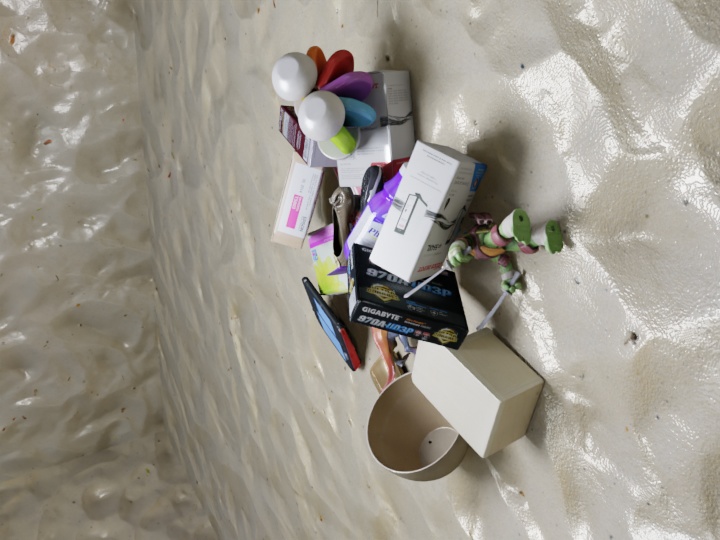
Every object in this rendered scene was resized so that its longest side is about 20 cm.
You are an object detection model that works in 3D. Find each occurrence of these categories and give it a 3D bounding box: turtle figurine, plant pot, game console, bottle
[{"bbox_3d":[0.205,-0.005,1.106,0.144,0.201,0.193,44,148,-12],"label":"turtle figurine"},{"bbox_3d":[0.127,0.307,1.350,0.200,0.200,0.135,39,172,48],"label":"plant pot"},{"bbox_3d":[-0.069,0.128,1.690,0.201,0.031,0.178,50,169,40],"label":"game console"},{"bbox_3d":[0.046,-0.091,1.251,0.202,0.082,0.066,-58,28,29],"label":"bottle"}]

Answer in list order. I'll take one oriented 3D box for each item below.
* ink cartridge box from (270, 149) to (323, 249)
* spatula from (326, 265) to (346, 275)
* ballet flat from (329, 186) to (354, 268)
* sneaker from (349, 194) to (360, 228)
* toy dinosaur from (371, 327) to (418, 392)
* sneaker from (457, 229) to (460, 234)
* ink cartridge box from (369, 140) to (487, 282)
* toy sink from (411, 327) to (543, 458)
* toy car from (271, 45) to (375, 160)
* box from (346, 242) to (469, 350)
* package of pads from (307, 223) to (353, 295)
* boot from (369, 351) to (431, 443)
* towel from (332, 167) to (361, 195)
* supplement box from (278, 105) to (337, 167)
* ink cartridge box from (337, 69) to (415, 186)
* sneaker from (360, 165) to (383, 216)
[{"bbox_3d":[-0.131,-0.165,1.591,0.165,0.073,0.204,-91,17,-75],"label":"ink cartridge box"},{"bbox_3d":[0.000,0.000,1.437,0.198,0.055,0.021,0,95,58],"label":"spatula"},{"bbox_3d":[-0.043,-0.082,1.473,0.068,0.045,0.203,50,147,41],"label":"ballet flat"},{"bbox_3d":[0.036,-0.103,1.442,0.201,0.070,0.099,51,142,37],"label":"sneaker"},{"bbox_3d":[0.046,0.099,1.434,0.181,0.201,0.105,44,131,-4],"label":"toy dinosaur"},{"bbox_3d":[0.116,-0.057,1.288,0.104,0.075,0.204,34,118,42],"label":"sneaker"},{"bbox_3d":[0.110,-0.094,1.159,0.083,0.145,0.204,28,107,21],"label":"ink cartridge box"},{"bbox_3d":[0.195,0.185,1.224,0.200,0.110,0.133,43,137,39],"label":"toy sink"},{"bbox_3d":[-0.049,-0.305,1.267,0.202,0.149,0.175,56,-174,16],"label":"toy car"},{"bbox_3d":[0.074,0.041,1.206,0.161,0.195,0.047,-93,24,-53],"label":"box"},{"bbox_3d":[-0.044,-0.026,1.619,0.199,0.067,0.159,-16,86,62],"label":"package of pads"},{"bbox_3d":[0.073,0.302,1.545,0.176,0.065,0.202,-53,55,40],"label":"boot"},{"bbox_3d":[-0.003,-0.232,1.511,0.200,0.029,0.149,-42,66,59],"label":"towel"},{"bbox_3d":[-0.090,-0.281,1.499,0.201,0.106,0.062,-127,40,-49],"label":"supplement box"},{"bbox_3d":[0.025,-0.264,1.355,0.145,0.082,0.205,6,107,43],"label":"ink cartridge box"},{"bbox_3d":[0.041,-0.101,1.330,0.072,0.080,0.204,-97,8,-54],"label":"sneaker"}]
